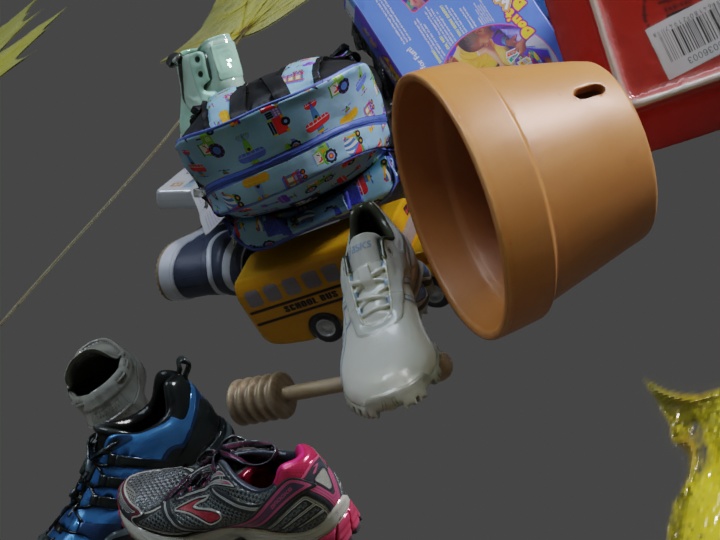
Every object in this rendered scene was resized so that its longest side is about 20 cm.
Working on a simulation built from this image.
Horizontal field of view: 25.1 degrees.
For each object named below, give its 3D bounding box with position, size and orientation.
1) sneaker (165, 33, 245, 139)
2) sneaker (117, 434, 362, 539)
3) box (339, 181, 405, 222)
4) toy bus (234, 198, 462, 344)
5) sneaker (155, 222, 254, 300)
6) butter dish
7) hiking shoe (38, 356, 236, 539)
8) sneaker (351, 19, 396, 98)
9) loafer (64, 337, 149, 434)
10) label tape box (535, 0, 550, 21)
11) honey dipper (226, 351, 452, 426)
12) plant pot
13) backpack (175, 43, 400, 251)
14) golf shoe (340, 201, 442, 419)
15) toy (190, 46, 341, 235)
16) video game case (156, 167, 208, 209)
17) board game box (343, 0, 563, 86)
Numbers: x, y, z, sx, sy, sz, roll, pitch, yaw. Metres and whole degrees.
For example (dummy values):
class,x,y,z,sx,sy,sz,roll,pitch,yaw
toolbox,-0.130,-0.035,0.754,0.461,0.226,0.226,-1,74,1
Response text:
class,x,y,z,sx,sy,sz,roll,pitch,yaw
sneaker,-0.121,-0.166,1.575,0.073,0.120,0.199,-21,25,-35
sneaker,-0.090,0.150,1.116,0.198,0.075,0.081,-6,32,35
box,0.054,-0.124,1.449,0.117,0.048,0.202,-13,55,45
toy bus,0.000,0.000,1.325,0.198,0.079,0.065,-19,25,30
sneaker,-0.100,-0.031,1.540,0.107,0.071,0.200,-4,25,30
butter dish,0.261,-0.208,1.315,0.198,0.202,0.148,-18,-1,12
hiking shoe,-0.190,0.159,1.218,0.200,0.087,0.074,-43,24,-23
sneaker,0.029,-0.211,1.456,0.059,0.202,0.104,-2,-14,-14
loafer,-0.229,0.096,1.441,0.070,0.070,0.200,-35,22,-7
label tape box,0.212,-0.262,1.490,0.142,0.067,0.200,-23,-5,26
honey dipper,-0.015,0.088,1.229,0.198,0.038,0.038,-11,30,33
plant pot,0.123,-0.068,1.179,0.139,0.202,0.200,-20,19,-13
backpack,-0.055,-0.098,1.308,0.181,0.136,0.200,-21,5,3
golf shoe,0.008,0.026,1.171,0.078,0.098,0.201,-20,28,9
toy,-0.065,-0.111,1.470,0.200,0.047,0.115,-46,25,8
video game case,-0.077,-0.103,1.589,0.198,0.023,0.182,-1,22,18
board game box,0.094,-0.184,1.370,0.134,0.201,0.045,-31,-9,-7
